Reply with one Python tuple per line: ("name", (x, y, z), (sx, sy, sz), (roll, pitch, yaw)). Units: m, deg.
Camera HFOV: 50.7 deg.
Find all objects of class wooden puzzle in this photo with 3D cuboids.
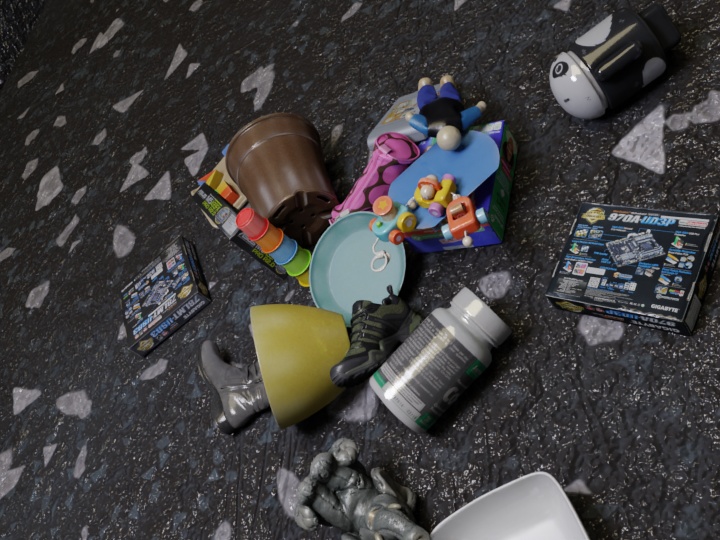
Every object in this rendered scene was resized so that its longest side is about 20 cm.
("wooden puzzle", (-0.292, -0.211, 1.711), (0.200, 0.046, 0.185), (-45, 43, 3))

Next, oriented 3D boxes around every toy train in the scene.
("toy train", (0.088, -0.081, 1.133), (0.199, 0.056, 0.151), (-22, 44, 24))

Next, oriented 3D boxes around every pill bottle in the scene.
("pill bottle", (0.117, 0.128, 1.104), (0.200, 0.113, 0.113), (-47, 44, 3))

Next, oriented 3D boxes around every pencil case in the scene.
("pencil case", (0.021, -0.149, 1.336), (0.091, 0.093, 0.201), (58, 133, 30))

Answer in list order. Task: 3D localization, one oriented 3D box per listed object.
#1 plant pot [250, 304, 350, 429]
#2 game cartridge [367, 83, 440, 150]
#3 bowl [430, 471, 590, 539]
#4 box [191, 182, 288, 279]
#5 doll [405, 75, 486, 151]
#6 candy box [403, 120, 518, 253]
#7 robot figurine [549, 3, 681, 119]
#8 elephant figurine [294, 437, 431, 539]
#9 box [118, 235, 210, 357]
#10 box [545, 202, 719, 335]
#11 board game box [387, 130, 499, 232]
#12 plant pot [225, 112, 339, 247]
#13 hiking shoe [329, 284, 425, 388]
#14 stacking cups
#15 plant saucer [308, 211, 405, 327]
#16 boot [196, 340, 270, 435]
("plant pot", (-0.084, 0.138, 1.223), (0.141, 0.201, 0.201), (-14, 48, -4))
("game cartridge", (0.104, -0.289, 1.405), (0.132, 0.042, 0.200), (-15, 27, 34))
("bowl", (0.193, 0.368, 0.905), (0.199, 0.075, 0.201), (-33, 45, 14))
("box", (-0.230, -0.079, 1.488), (0.044, 0.160, 0.200), (-49, 43, 1))
("doll", (0.141, -0.263, 1.263), (0.135, 0.049, 0.201), (-5, 38, 5))
("candy box", (0.165, -0.138, 1.277), (0.168, 0.077, 0.201), (-6, 59, 35))
("robot figurine", (0.394, -0.329, 1.194), (0.199, 0.150, 0.125), (-36, 58, 13))
("elephant figurine", (0.018, 0.335, 1.036), (0.199, 0.155, 0.143), (25, 115, 20))
("box", (-0.425, 0.053, 1.631), (0.200, 0.050, 0.199), (-39, 45, 9))
("box", (0.373, -0.008, 1.044), (0.199, 0.046, 0.160), (11, 68, 42))
("board game box", (0.137, -0.137, 1.220), (0.200, 0.039, 0.158), (-42, 39, 0))
("plant pot", (-0.140, -0.162, 1.463), (0.200, 0.200, 0.199), (-36, 52, 13))
("hiking shoe", (0.008, 0.101, 1.166), (0.200, 0.101, 0.076), (-34, -12, -42))
("stacking cups", (-0.142, -0.046, 1.366), (0.060, 0.200, 0.061), (-20, 48, 24))
("plant saucer", (0.000, 0.000, 1.310), (0.199, 0.036, 0.202), (-8, 75, 32))
("boot", (-0.213, 0.185, 1.369), (0.131, 0.070, 0.201), (-34, 56, 10))
